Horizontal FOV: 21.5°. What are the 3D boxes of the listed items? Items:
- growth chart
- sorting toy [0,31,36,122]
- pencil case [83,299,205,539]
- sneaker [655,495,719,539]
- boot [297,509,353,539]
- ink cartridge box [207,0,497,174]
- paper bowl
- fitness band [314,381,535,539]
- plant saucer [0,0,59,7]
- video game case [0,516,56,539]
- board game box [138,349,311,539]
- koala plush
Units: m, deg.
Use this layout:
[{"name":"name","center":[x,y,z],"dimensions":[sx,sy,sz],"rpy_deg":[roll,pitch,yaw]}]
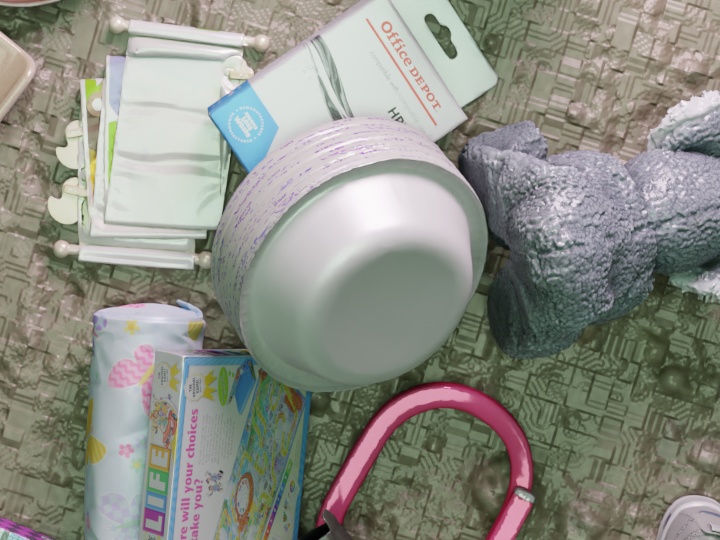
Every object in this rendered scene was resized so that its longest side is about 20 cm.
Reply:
[{"name":"growth chart","center":[-0.159,-0.096,1.456],"dimensions":[0.143,0.018,0.202],"rpy_deg":[13,94,1]},{"name":"sorting toy","center":[-0.372,-0.143,1.454],"dimensions":[0.200,0.036,0.186],"rpy_deg":[39,94,3]},{"name":"pencil case","center":[-0.162,0.124,1.439],"dimensions":[0.090,0.083,0.202],"rpy_deg":[0,95,-16]},{"name":"sneaker","center":[0.240,0.274,1.437],"dimensions":[0.074,0.082,0.202],"rpy_deg":[6,94,1]},{"name":"boot","center":[-0.045,0.281,1.437],"dimensions":[0.200,0.077,0.138],"rpy_deg":[-40,95,17]},{"name":"ink cartridge box","center":[-0.002,-0.129,1.416],"dimensions":[0.199,0.068,0.116],"rpy_deg":[-35,99,1]},{"name":"paper bowl","center":[0.000,0.000,1.363],"dimensions":[0.199,0.105,0.202],"rpy_deg":[-15,130,-18]},{"name":"fitness band","center":[0.049,0.184,1.459],"dimensions":[0.143,0.037,0.201],"rpy_deg":[30,93,0]},{"name":"plant saucer","center":[-0.255,-0.300,1.438],"dimensions":[0.198,0.034,0.202],"rpy_deg":[0,94,1]},{"name":"video game case","center":[-0.258,0.300,1.476],"dimensions":[0.199,0.036,0.183],"rpy_deg":[22,94,0]},{"name":"board game box","center":[-0.101,0.160,1.420],"dimensions":[0.034,0.134,0.202],"rpy_deg":[9,95,44]},{"name":"koala plush","center":[0.195,-0.033,1.385],"dimensions":[0.198,0.184,0.179],"rpy_deg":[-12,94,-9]}]
